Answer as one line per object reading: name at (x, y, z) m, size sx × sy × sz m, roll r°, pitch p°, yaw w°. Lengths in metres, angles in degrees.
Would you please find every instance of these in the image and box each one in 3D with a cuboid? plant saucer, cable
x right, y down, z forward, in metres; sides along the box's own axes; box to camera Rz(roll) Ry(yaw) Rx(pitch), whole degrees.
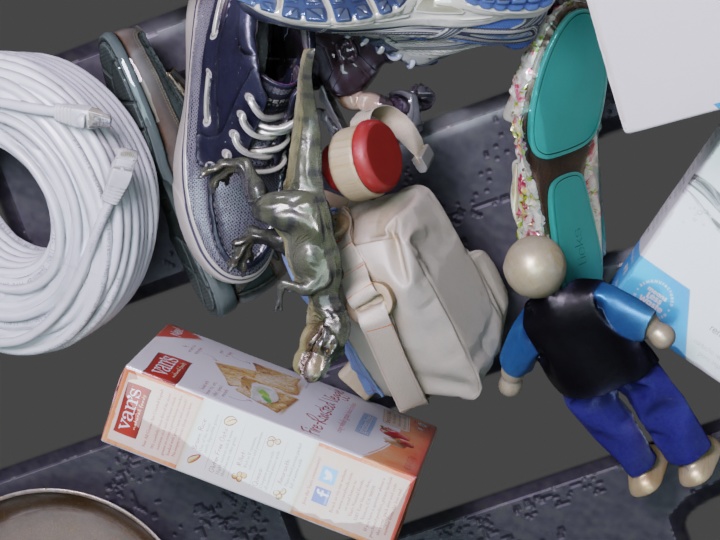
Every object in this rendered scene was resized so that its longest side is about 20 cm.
plant saucer at (-0.206, 0.244, 1.739) m, size 0.198 × 0.032 × 0.202 m, roll 1°, pitch 101°, yaw 7°
cable at (-0.225, -0.046, 1.641) m, size 0.199 × 0.069 × 0.201 m, roll 24°, pitch 120°, yaw 19°

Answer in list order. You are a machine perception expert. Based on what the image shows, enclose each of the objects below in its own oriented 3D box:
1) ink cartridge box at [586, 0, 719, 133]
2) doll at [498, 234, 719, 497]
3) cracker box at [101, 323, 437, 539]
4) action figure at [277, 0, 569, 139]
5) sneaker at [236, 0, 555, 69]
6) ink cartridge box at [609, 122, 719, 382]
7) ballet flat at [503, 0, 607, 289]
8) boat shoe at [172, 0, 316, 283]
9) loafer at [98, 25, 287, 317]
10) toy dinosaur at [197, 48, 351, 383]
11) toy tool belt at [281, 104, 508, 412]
ink cartridge box at (0.199, -0.193, 1.529) m, size 0.128 × 0.200 × 0.126 m, roll -14°, pitch 116°, yaw 10°
doll at (0.147, 0.060, 1.607) m, size 0.136 × 0.049 × 0.200 m, roll -15°, pitch 124°, yaw 34°
cracker box at (-0.056, 0.105, 1.640) m, size 0.199 × 0.134 × 0.058 m, roll 20°, pitch 102°, yaw 3°
action figure at (0.031, -0.155, 1.618) m, size 0.199 × 0.069 × 0.131 m, roll -21°, pitch 104°, yaw 15°
sneaker at (0.021, -0.157, 1.532) m, size 0.198 × 0.085 × 0.078 m, roll 1°, pitch 58°, yaw -2°
ink cartridge box at (0.258, -0.033, 1.607) m, size 0.115 × 0.067 × 0.201 m, roll 33°, pitch 103°, yaw 1°
ballet flat at (0.118, -0.075, 1.610) m, size 0.075 × 0.064 × 0.202 m, roll -12°, pitch 110°, yaw -33°
boat shoe at (-0.070, -0.090, 1.588) m, size 0.074 × 0.093 × 0.202 m, roll -6°, pitch 96°, yaw -25°
loafer at (-0.110, -0.072, 1.658) m, size 0.063 × 0.072 × 0.201 m, roll -25°, pitch 103°, yaw -16°
toy dinosaur at (-0.049, -0.034, 1.552) m, size 0.088 × 0.047 × 0.202 m, roll 0°, pitch 100°, yaw 33°
toy tool belt at (0.000, 0.000, 1.616) m, size 0.122 × 0.125 × 0.201 m, roll -12°, pitch 123°, yaw 33°
